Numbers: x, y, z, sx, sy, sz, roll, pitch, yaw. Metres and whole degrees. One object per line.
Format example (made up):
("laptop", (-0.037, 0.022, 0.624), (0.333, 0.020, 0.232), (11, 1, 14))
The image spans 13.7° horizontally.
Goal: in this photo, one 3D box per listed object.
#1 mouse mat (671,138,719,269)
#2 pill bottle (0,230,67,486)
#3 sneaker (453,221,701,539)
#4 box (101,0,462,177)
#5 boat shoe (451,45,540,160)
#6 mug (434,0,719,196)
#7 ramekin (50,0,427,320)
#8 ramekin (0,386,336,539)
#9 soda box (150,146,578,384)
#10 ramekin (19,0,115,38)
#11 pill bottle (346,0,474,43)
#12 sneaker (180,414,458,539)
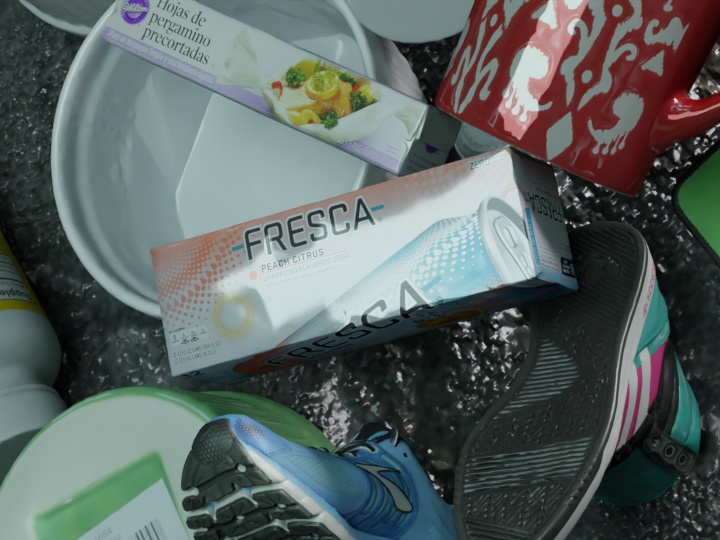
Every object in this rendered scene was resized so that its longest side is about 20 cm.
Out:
("mouse mat", (0.262, -0.020, 1.465), (0.161, 0.008, 0.200), (-43, 63, 14))
("pill bottle", (-0.234, 0.031, 1.663), (0.111, 0.111, 0.200), (-38, 64, 16))
("sneaker", (0.108, 0.089, 1.458), (0.083, 0.121, 0.200), (3, 52, 29))
("box", (-0.042, -0.096, 1.507), (0.200, 0.041, 0.039), (26, 91, 31))
("boat shoe", (0.091, -0.149, 1.552), (0.074, 0.065, 0.203), (23, 90, 31))
("mug", (0.136, -0.140, 1.417), (0.177, 0.133, 0.201), (31, 98, 47))
("ramekin", (-0.055, -0.062, 1.590), (0.199, 0.105, 0.201), (-7, 75, 27))
("ramekin", (-0.102, 0.155, 1.571), (0.199, 0.098, 0.201), (-7, 76, 27))
("soda box", (0.000, 0.000, 1.455), (0.199, 0.064, 0.069), (-16, 78, 22))
("ramekin", (-0.150, -0.237, 1.686), (0.202, 0.094, 0.203), (-7, 75, 28))
("pill bottle", (0.017, -0.208, 1.538), (0.111, 0.111, 0.200), (-35, 38, 18))
("sneaker", (-0.015, 0.114, 1.486), (0.078, 0.200, 0.090), (-14, 56, 34))
